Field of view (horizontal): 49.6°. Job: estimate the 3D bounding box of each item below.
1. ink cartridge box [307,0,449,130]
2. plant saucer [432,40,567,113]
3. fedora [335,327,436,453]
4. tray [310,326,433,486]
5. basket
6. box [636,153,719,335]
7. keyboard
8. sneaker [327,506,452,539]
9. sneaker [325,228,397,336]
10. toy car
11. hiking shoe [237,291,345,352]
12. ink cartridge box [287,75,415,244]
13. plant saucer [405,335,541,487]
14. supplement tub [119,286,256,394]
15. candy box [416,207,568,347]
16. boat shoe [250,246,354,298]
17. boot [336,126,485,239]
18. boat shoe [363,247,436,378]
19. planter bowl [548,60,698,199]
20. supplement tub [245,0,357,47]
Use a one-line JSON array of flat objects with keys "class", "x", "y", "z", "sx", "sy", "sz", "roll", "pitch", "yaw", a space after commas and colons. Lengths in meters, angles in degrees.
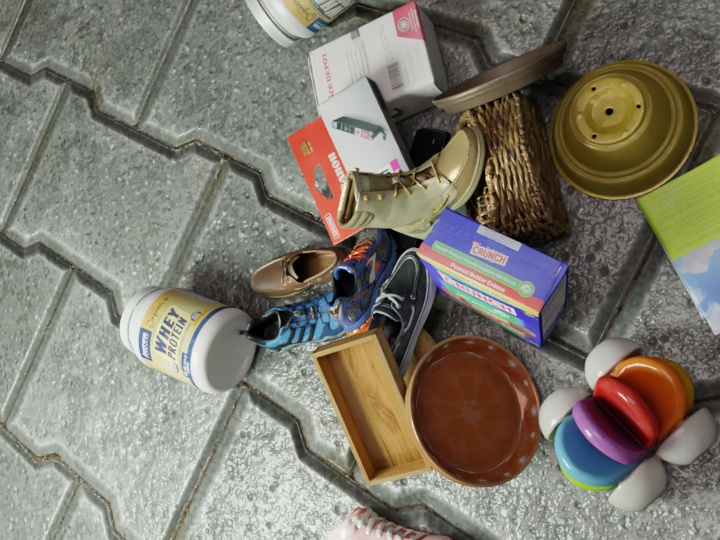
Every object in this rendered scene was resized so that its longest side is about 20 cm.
[{"class": "ink cartridge box", "x": 0.028, "y": -0.311, "z": 1.242, "sx": 0.200, "sy": 0.085, "sz": 0.146, "roll": -18, "pitch": 73, "yaw": 23}, {"class": "plant saucer", "x": 0.197, "y": -0.269, "z": 1.096, "sx": 0.200, "sy": 0.200, "sz": 0.030, "roll": -18, "pitch": 106, "yaw": 25}, {"class": "fedora", "x": 0.054, "y": 0.172, "z": 1.139, "sx": 0.200, "sy": 0.082, "sz": 0.201, "roll": -12, "pitch": 67, "yaw": 30}, {"class": "tray", "x": 0.019, "y": 0.183, "z": 1.044, "sx": 0.098, "sy": 0.037, "sz": 0.200, "roll": -19, "pitch": 100, "yaw": 22}, {"class": "basket", "x": 0.185, "y": -0.129, "z": 1.084, "sx": 0.149, "sy": 0.143, "sz": 0.201, "roll": -16, "pitch": 76, "yaw": 27}, {"class": "box", "x": 0.450, "y": -0.031, "z": 0.976, "sx": 0.122, "sy": 0.048, "sz": 0.200, "roll": -31, "pitch": 68, "yaw": 22}, {"class": "keyboard", "x": 0.100, "y": -0.111, "z": 1.170, "sx": 0.127, "sy": 0.021, "sz": 0.201, "roll": 29, "pitch": 107, "yaw": 52}, {"class": "sneaker", "x": 0.035, "y": 0.384, "z": 1.113, "sx": 0.200, "sy": 0.075, "sz": 0.105, "roll": -25, "pitch": 75, "yaw": 27}, {"class": "sneaker", "x": 0.000, "y": 0.000, "z": 1.173, "sx": 0.075, "sy": 0.078, "sz": 0.200, "roll": -22, "pitch": 43, "yaw": 40}, {"class": "toy car", "x": 0.316, "y": 0.187, "z": 0.951, "sx": 0.200, "sy": 0.150, "sz": 0.175, "roll": -49, "pitch": 62, "yaw": 12}, {"class": "hiking shoe", "x": -0.091, "y": 0.083, "z": 1.233, "sx": 0.200, "sy": 0.087, "sz": 0.075, "roll": -25, "pitch": 70, "yaw": 23}, {"class": "ink cartridge box", "x": -0.017, "y": -0.164, "z": 1.186, "sx": 0.173, "sy": 0.044, "sz": 0.200, "roll": -28, "pitch": 80, "yaw": 21}, {"class": "plant saucer", "x": 0.150, "y": 0.187, "z": 1.040, "sx": 0.032, "sy": 0.200, "sz": 0.201, "roll": 137, "pitch": 125, "yaw": -61}, {"class": "supplement tub", "x": -0.290, "y": 0.110, "z": 1.306, "sx": 0.200, "sy": 0.144, "sz": 0.145, "roll": 16, "pitch": 89, "yaw": 30}, {"class": "candy box", "x": 0.177, "y": 0.014, "z": 1.012, "sx": 0.169, "sy": 0.200, "sz": 0.077, "roll": 29, "pitch": 81, "yaw": 20}, {"class": "boat shoe", "x": -0.101, "y": -0.003, "z": 1.265, "sx": 0.200, "sy": 0.068, "sz": 0.072, "roll": -13, "pitch": 75, "yaw": 27}, {"class": "boot", "x": 0.064, "y": -0.120, "z": 1.049, "sx": 0.200, "sy": 0.155, "sz": 0.073, "roll": 124, "pitch": 143, "yaw": -47}, {"class": "boat shoe", "x": 0.048, "y": 0.059, "z": 1.089, "sx": 0.072, "sy": 0.068, "sz": 0.200, "roll": 14, "pitch": 81, "yaw": 35}, {"class": "planter bowl", "x": 0.342, "y": -0.202, "z": 1.048, "sx": 0.200, "sy": 0.083, "sz": 0.201, "roll": -5, "pitch": 79, "yaw": 28}, {"class": "supplement tub", "x": -0.082, "y": -0.484, "z": 1.300, "sx": 0.200, "sy": 0.145, "sz": 0.145, "roll": -33, "pitch": 67, "yaw": 21}]
